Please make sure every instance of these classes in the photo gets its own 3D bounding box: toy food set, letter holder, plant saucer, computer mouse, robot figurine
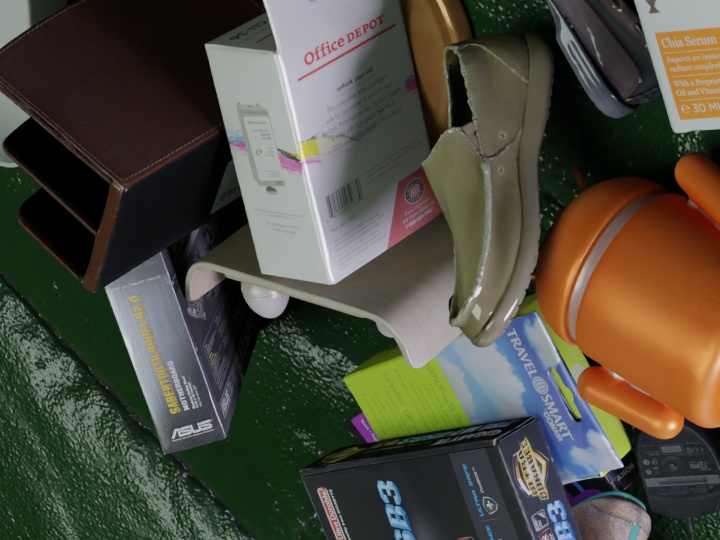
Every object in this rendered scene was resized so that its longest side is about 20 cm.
[{"bbox_3d":[0.000,0.000,1.652,0.200,0.143,0.061,17,130,36],"label":"toy food set"},{"bbox_3d":[-0.143,-0.103,1.623,0.142,0.200,0.101,41,138,17],"label":"letter holder"},{"bbox_3d":[-0.012,-0.151,1.645,0.200,0.037,0.201,24,131,31],"label":"plant saucer"},{"bbox_3d":[0.222,0.166,1.639,0.058,0.034,0.200,-3,121,22],"label":"computer mouse"},{"bbox_3d":[0.190,0.016,1.499,0.200,0.117,0.144,32,149,27],"label":"robot figurine"}]

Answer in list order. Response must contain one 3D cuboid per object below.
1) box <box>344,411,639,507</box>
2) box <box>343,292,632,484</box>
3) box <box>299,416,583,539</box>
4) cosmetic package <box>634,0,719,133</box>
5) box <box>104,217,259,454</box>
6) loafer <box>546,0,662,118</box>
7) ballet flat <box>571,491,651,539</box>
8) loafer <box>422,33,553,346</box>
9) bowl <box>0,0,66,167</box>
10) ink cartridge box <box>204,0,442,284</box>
[{"bbox_3d":[0.090,0.123,1.732,0.143,0.036,0.200,54,141,0],"label":"box"},{"bbox_3d":[0.089,0.090,1.646,0.200,0.048,0.122,-22,100,49],"label":"box"},{"bbox_3d":[0.070,0.205,1.659,0.198,0.050,0.200,-13,101,47],"label":"box"},{"bbox_3d":[0.204,-0.182,1.384,0.101,0.071,0.200,-2,114,45],"label":"cosmetic package"},{"bbox_3d":[-0.128,0.016,1.757,0.048,0.200,0.159,-16,109,10],"label":"box"},{"bbox_3d":[0.129,-0.188,1.469,0.063,0.072,0.200,-24,105,30],"label":"loafer"},{"bbox_3d":[0.121,0.209,1.692,0.068,0.067,0.200,24,146,-20],"label":"ballet flat"},{"bbox_3d":[0.071,-0.052,1.514,0.067,0.200,0.076,10,160,-9],"label":"loafer"},{"bbox_3d":[-0.293,-0.198,1.862,0.200,0.075,0.200,30,134,26],"label":"bowl"},{"bbox_3d":[-0.025,-0.107,1.569,0.067,0.116,0.200,10,121,41],"label":"ink cartridge box"}]
